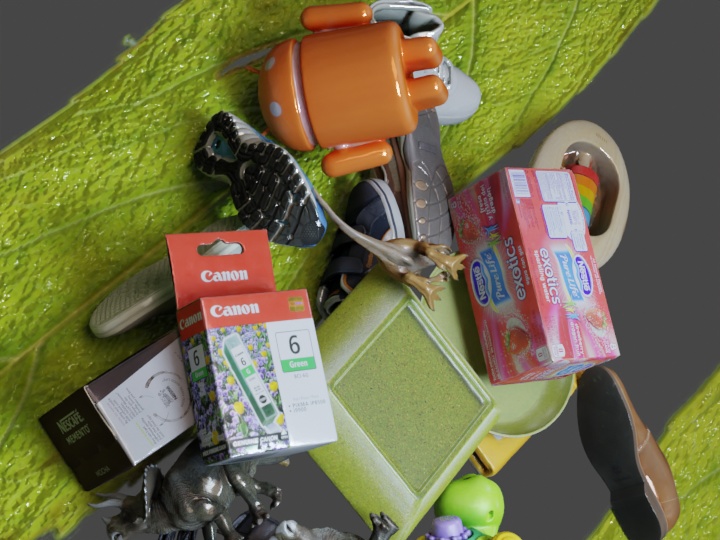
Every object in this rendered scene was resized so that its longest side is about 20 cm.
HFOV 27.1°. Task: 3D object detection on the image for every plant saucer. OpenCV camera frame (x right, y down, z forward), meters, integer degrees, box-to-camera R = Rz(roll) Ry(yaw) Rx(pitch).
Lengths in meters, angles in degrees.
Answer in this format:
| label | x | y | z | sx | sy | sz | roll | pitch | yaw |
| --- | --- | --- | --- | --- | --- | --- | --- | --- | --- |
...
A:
| label | x | y | z | sx | sy | sz | roll | pitch | yaw |
| --- | --- | --- | --- | --- | --- | --- | --- | --- | --- |
| plant saucer | 0.134 | 0.075 | 1.526 | 0.199 | 0.031 | 0.202 | 13 | 65 | -30 |
| plant saucer | 0.037 | 0.120 | 1.388 | 0.200 | 0.048 | 0.200 | 51 | 54 | -11 |

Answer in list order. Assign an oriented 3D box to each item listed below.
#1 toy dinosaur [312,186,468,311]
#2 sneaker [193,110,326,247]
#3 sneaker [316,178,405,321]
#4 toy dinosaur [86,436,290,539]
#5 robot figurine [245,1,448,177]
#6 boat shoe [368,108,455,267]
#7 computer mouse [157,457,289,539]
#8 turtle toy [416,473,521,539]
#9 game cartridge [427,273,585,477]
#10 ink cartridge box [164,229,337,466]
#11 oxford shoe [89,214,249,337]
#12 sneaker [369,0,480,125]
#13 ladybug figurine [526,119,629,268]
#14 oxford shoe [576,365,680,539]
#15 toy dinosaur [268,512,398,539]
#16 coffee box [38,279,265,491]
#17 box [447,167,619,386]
| label | x | y | z | sx | sy | sz | roll | pitch | yaw |
| --- | --- | --- | --- | --- | --- | --- | --- | --- | --- |
| toy dinosaur | 0.034 | -0.012 | 1.390 | 0.200 | 0.106 | 0.061 | 21 | 95 | -59 |
| sneaker | -0.077 | -0.084 | 1.410 | 0.090 | 0.079 | 0.200 | 20 | 20 | -40 |
| sneaker | 0.000 | 0.000 | 1.474 | 0.079 | 0.078 | 0.201 | 2 | 66 | -26 |
| toy dinosaur | -0.124 | 0.182 | 1.290 | 0.200 | 0.077 | 0.103 | -35 | 91 | -24 |
| robot figurine | -0.015 | -0.180 | 1.480 | 0.117 | 0.198 | 0.145 | -85 | 163 | -55 |
| boat shoe | 0.048 | -0.093 | 1.547 | 0.075 | 0.072 | 0.201 | 20 | 56 | -45 |
| computer mouse | -0.079 | 0.236 | 1.355 | 0.199 | 0.046 | 0.141 | 23 | 64 | -11 |
| turtle toy | 0.085 | 0.279 | 1.398 | 0.101 | 0.146 | 0.200 | 34 | 53 | 7 |
| game cartridge | 0.140 | 0.088 | 1.561 | 0.200 | 0.032 | 0.177 | -40 | 96 | -36 |
| ink cartridge box | -0.094 | 0.058 | 1.265 | 0.108 | 0.050 | 0.202 | -4 | 78 | -35 |
| oxford shoe | -0.162 | 0.015 | 1.372 | 0.200 | 0.075 | 0.058 | -36 | 118 | -36 |
| sneaker | 0.068 | -0.221 | 1.581 | 0.199 | 0.115 | 0.074 | 16 | 62 | -29 |
| ladybug figurine | 0.230 | -0.074 | 1.657 | 0.135 | 0.072 | 0.201 | 35 | 56 | -18 |
| oxford shoe | 0.289 | 0.190 | 1.601 | 0.071 | 0.071 | 0.201 | -26 | 99 | -42 |
| toy dinosaur | 0.009 | 0.277 | 1.296 | 0.102 | 0.077 | 0.200 | -43 | 90 | 2 |
| coffee box | -0.166 | 0.099 | 1.305 | 0.200 | 0.113 | 0.080 | -34 | 92 | -38 |
| box | 0.173 | 0.006 | 1.499 | 0.102 | 0.094 | 0.201 | -2 | 73 | -38 |
